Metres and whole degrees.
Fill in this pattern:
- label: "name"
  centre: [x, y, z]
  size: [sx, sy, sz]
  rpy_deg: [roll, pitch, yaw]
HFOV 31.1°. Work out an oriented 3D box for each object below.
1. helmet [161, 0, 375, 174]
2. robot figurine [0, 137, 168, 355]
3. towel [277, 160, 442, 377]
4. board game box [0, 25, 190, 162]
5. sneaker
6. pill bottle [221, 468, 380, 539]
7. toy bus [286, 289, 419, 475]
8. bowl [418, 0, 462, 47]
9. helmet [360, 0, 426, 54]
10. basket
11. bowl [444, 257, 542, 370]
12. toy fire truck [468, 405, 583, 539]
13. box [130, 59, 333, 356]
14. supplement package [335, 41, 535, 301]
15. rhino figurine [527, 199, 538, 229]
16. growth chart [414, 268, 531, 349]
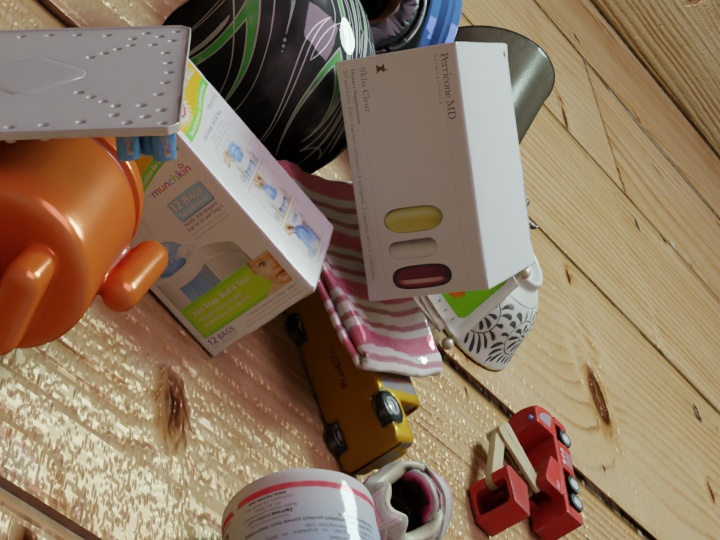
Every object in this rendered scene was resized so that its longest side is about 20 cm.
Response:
- label: "helmet"
  centre: [-0.077, -0.184, 1.168]
  size: [0.200, 0.190, 0.201]
  rpy_deg: [43, 27, -28]
- label: "robot figurine"
  centre: [-0.207, -0.031, 0.823]
  size: [0.201, 0.142, 0.118]
  rpy_deg: [-72, 153, -61]
- label: "towel"
  centre: [0.000, 0.000, 1.125]
  size: [0.146, 0.030, 0.202]
  rpy_deg: [10, 51, -60]
- label: "board game box"
  centre: [-0.210, -0.114, 0.831]
  size: [0.201, 0.197, 0.026]
  rpy_deg: [-100, -171, -62]
- label: "sneaker"
  centre: [0.037, 0.195, 1.035]
  size: [0.082, 0.088, 0.199]
  rpy_deg: [60, 24, 9]
- label: "pill bottle"
  centre: [-0.029, 0.238, 0.831]
  size: [0.108, 0.108, 0.202]
  rpy_deg: [34, 32, -39]
- label: "toy bus"
  centre: [-0.007, 0.077, 1.133]
  size: [0.078, 0.065, 0.202]
  rpy_deg: [21, 41, -55]
- label: "bowl"
  centre: [0.054, -0.236, 1.494]
  size: [0.039, 0.202, 0.202]
  rpy_deg: [23, 33, -13]
- label: "helmet"
  centre: [-0.031, -0.277, 1.363]
  size: [0.201, 0.200, 0.190]
  rpy_deg: [52, -19, -8]
- label: "basket"
  centre: [0.120, -0.172, 1.507]
  size: [0.201, 0.178, 0.137]
  rpy_deg: [-66, 151, -43]
- label: "bowl"
  centre: [0.148, 0.004, 1.484]
  size: [0.201, 0.094, 0.202]
  rpy_deg: [44, 27, -28]
- label: "toy fire truck"
  centre: [0.167, 0.203, 1.322]
  size: [0.141, 0.049, 0.201]
  rpy_deg: [42, 27, -28]
- label: "box"
  centre: [-0.129, -0.054, 1.003]
  size: [0.200, 0.112, 0.102]
  rpy_deg: [50, 25, -19]
- label: "supplement package"
  centre: [0.069, -0.088, 1.117]
  size: [0.155, 0.109, 0.203]
  rpy_deg: [-21, 103, -66]
- label: "rhino figurine"
  centre: [0.161, -0.077, 1.617]
  size: [0.199, 0.087, 0.060]
  rpy_deg: [25, 38, -50]
- label: "growth chart"
  centre: [0.084, -0.010, 1.339]
  size: [0.200, 0.145, 0.018]
  rpy_deg: [41, 1, -34]
